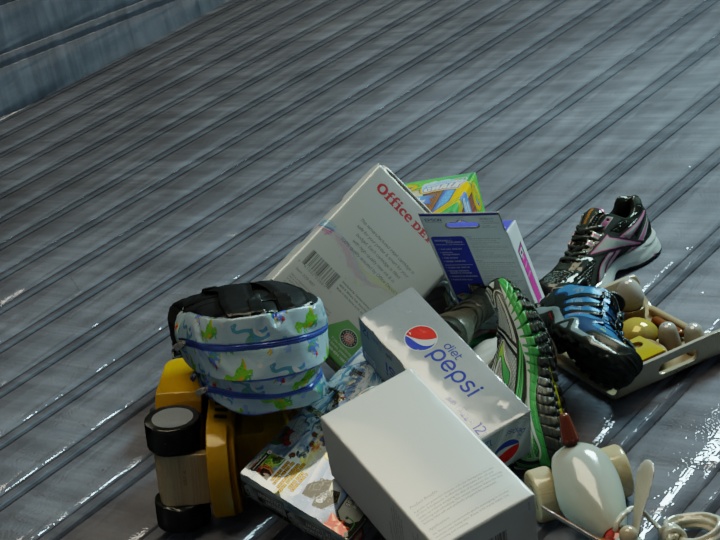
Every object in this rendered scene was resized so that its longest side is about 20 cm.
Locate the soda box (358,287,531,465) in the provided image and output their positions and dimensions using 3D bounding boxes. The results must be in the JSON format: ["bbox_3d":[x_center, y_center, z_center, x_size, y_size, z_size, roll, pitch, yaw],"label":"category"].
[{"bbox_3d":[0.080,0.108,1.530,0.068,0.064,0.200,-28,50,-20],"label":"soda box"}]

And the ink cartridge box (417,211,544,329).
[{"bbox_3d":[0.138,-0.007,1.754,0.094,0.201,0.037,0,52,25],"label":"ink cartridge box"}]

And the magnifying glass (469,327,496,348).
[{"bbox_3d":[0.139,0.088,1.812,0.199,0.023,0.079,-34,26,-35],"label":"magnifying glass"}]

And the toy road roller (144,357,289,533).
[{"bbox_3d":[-0.141,0.178,1.654,0.144,0.124,0.200,-4,21,0],"label":"toy road roller"}]

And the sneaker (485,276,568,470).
[{"bbox_3d":[0.148,0.100,1.569,0.084,0.078,0.202,-18,62,17],"label":"sneaker"}]

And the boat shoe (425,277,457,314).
[{"bbox_3d":[0.092,0.043,1.893,0.200,0.075,0.065,-11,26,26],"label":"boat shoe"}]

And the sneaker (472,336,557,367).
[{"bbox_3d":[0.111,0.132,1.670,0.199,0.074,0.116,-31,0,-5],"label":"sneaker"}]

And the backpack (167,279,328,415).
[{"bbox_3d":[-0.100,0.071,1.589,0.161,0.156,0.200,-3,-11,-17],"label":"backpack"}]

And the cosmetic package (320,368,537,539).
[{"bbox_3d":[0.060,0.190,1.425,0.107,0.086,0.200,-25,41,-19],"label":"cosmetic package"}]

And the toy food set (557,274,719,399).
[{"bbox_3d":[0.287,0.063,1.703,0.142,0.061,0.200,-22,21,-15],"label":"toy food set"}]

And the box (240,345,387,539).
[{"bbox_3d":[-0.002,0.173,1.549,0.136,0.040,0.200,27,54,29],"label":"box"}]

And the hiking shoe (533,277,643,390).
[{"bbox_3d":[0.238,0.053,1.623,0.086,0.075,0.200,-40,26,-6],"label":"hiking shoe"}]

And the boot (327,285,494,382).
[{"bbox_3d":[0.062,0.094,1.755,0.199,0.068,0.130,-32,1,28],"label":"boot"}]

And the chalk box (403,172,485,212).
[{"bbox_3d":[0.094,-0.042,2.025,0.123,0.126,0.200,-8,23,21],"label":"chalk box"}]

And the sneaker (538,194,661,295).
[{"bbox_3d":[0.275,-0.028,1.907,0.080,0.087,0.199,4,29,46],"label":"sneaker"}]

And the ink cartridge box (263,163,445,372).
[{"bbox_3d":[0.000,0.000,1.824,0.200,0.145,0.087,-46,6,-8],"label":"ink cartridge box"}]

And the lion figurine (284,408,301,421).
[{"bbox_3d":[-0.098,0.105,1.760,0.072,0.202,0.122,-7,-20,-38],"label":"lion figurine"}]

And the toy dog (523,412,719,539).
[{"bbox_3d":[0.208,0.190,1.383,0.131,0.097,0.199,-26,23,-25],"label":"toy dog"}]

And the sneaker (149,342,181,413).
[{"bbox_3d":[-0.207,0.118,1.904,0.073,0.082,0.200,-10,21,17],"label":"sneaker"}]
